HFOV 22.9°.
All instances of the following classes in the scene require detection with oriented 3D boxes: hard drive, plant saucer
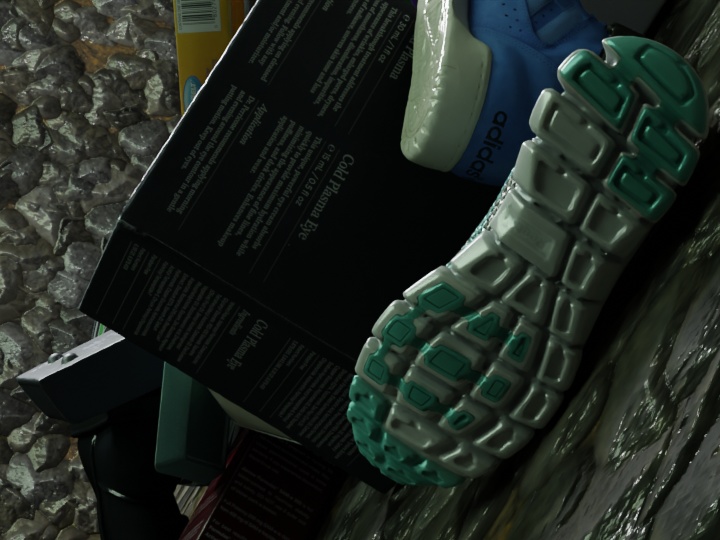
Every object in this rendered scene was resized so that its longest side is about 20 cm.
[{"bbox_3d":[-0.117,0.040,1.132,0.199,0.043,0.135,-27,5,-17],"label":"hard drive"},{"bbox_3d":[-0.089,0.021,1.035,0.070,0.019,0.201,33,-120,-65],"label":"plant saucer"}]

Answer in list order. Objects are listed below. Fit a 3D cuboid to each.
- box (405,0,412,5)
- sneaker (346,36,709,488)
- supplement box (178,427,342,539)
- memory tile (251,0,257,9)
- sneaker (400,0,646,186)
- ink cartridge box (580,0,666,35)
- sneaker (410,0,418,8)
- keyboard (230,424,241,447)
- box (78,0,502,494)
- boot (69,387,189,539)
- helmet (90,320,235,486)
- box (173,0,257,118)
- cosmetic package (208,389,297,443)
[{"bbox_3d":[0.043,-0.151,1.125,0.200,0.048,0.118,30,-129,-69],"label":"box"},{"bbox_3d":[0.071,0.001,0.692,0.200,0.078,0.091,-53,-9,16],"label":"sneaker"},{"bbox_3d":[-0.056,0.133,1.069,0.201,0.061,0.109,-62,6,-28],"label":"supplement box"},{"bbox_3d":[-0.015,-0.129,1.085,0.201,0.017,0.154,70,-152,-43],"label":"memory tile"},{"bbox_3d":[0.087,-0.114,0.849,0.077,0.111,0.201,119,165,-46],"label":"sneaker"},{"bbox_3d":[0.134,-0.188,1.019,0.147,0.083,0.200,-57,4,5],"label":"ink cartridge box"},{"bbox_3d":[0.053,-0.202,1.033,0.200,0.072,0.115,-64,-1,-87],"label":"sneaker"},{"bbox_3d":[-0.071,0.112,1.195,0.056,0.011,0.201,-41,-29,-50],"label":"keyboard"},{"bbox_3d":[-0.008,-0.028,0.882,0.201,0.182,0.104,-61,4,-32],"label":"box"},{"bbox_3d":[-0.126,0.161,1.175,0.076,0.169,0.200,-13,-3,-31],"label":"boot"},{"bbox_3d":[-0.113,0.063,1.331,0.200,0.199,0.192,131,154,-59],"label":"helmet"},{"bbox_3d":[-0.052,-0.129,1.063,0.200,0.041,0.120,-25,-67,-70],"label":"box"},{"bbox_3d":[0.000,0.000,1.007,0.201,0.105,0.071,-60,-36,-24],"label":"cosmetic package"}]
